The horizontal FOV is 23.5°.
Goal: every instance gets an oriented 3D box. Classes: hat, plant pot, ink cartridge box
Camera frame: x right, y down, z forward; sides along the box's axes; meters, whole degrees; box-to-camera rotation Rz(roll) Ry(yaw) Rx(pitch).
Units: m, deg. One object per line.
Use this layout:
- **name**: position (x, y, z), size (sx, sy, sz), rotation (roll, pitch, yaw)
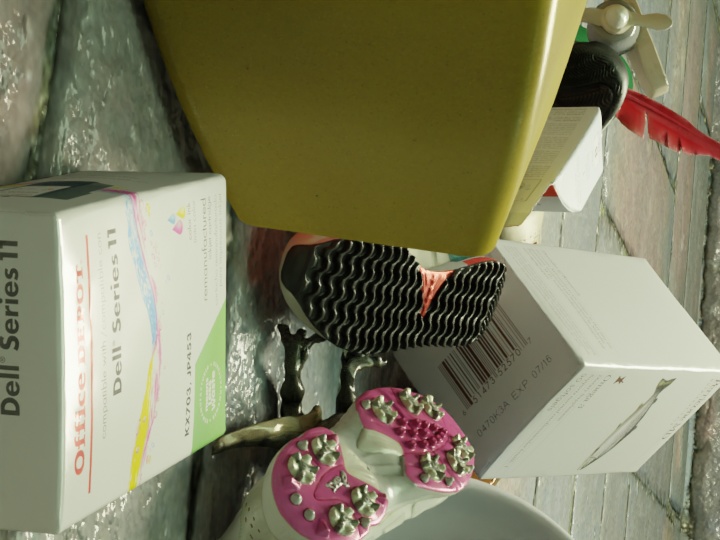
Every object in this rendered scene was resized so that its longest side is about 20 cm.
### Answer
- **hat**: position (0.207, -0.167, 1.384), size (0.166, 0.175, 0.200), rotation (-102, 171, -53)
- **plant pot**: position (0.017, -0.122, 0.860), size (0.200, 0.199, 0.177), rotation (-63, 156, -52)
- **ink cartridge box**: position (-0.116, 0.027, 0.653), size (0.200, 0.067, 0.118), rotation (-26, 117, -71)
- **ink cartridge box**: position (0.041, -0.045, 0.990), size (0.200, 0.162, 0.057), rotation (-55, 142, -57)

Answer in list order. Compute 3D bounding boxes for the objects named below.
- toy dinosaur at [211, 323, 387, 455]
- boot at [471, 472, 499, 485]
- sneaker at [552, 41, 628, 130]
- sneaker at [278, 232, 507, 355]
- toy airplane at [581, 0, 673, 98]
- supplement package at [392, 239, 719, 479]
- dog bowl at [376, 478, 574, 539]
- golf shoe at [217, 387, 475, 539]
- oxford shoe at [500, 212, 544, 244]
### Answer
- **toy dinosaur**: position (-0.027, 0.082, 0.994), size (0.200, 0.047, 0.089), rotation (40, 62, -65)
- **boot**: position (0.051, 0.120, 1.208), size (0.155, 0.073, 0.201), rotation (41, 44, -57)
- **sneaker**: position (0.101, -0.115, 1.140), size (0.076, 0.200, 0.116), rotation (51, 40, -15)
- **sneaker**: position (0.000, 0.000, 1.024), size (0.199, 0.093, 0.071), rotation (5, 108, -53)
- **toy airplane**: position (0.139, -0.233, 1.101), size (0.200, 0.141, 0.200), rotation (48, -29, 43)
- **supplement package**: position (0.144, 0.064, 1.207), size (0.200, 0.117, 0.117), rotation (5, 131, -49)
- **dog bowl**: position (0.056, 0.220, 1.008), size (0.079, 0.200, 0.200), rotation (-58, -176, 39)
- **golf shoe**: position (-0.009, 0.120, 0.954), size (0.075, 0.092, 0.200), rotation (54, 30, 14)
- **oxford shoe**: position (0.116, -0.010, 1.272), size (0.071, 0.074, 0.201), rotation (-22, 142, -29)
